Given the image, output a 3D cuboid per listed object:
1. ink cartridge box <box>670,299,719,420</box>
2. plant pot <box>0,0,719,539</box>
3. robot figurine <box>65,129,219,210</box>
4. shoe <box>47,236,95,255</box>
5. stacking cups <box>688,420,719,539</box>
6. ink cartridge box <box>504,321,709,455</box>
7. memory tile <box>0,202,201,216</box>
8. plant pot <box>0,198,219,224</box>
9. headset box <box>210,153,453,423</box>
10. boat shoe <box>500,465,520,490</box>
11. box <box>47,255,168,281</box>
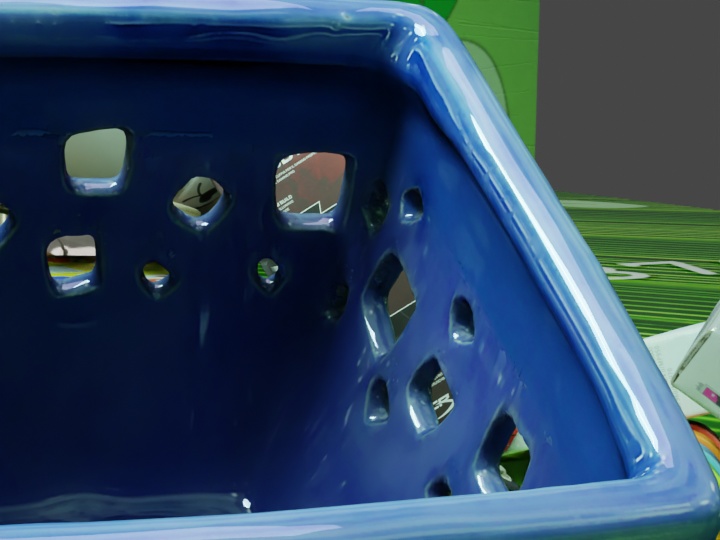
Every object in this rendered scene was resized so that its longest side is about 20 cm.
[{"bbox_3d":[0.260,0.064,0.812,0.200,0.043,0.196,39,31,8],"label":"ink cartridge box"},{"bbox_3d":[-0.056,0.055,0.431,0.199,0.181,0.201,-3,41,-19],"label":"plant pot"},{"bbox_3d":[-0.148,-0.099,0.919,0.199,0.126,0.150,16,-3,-38],"label":"robot figurine"},{"bbox_3d":[-0.142,0.020,1.018,0.199,0.070,0.053,24,50,27],"label":"shoe"},{"bbox_3d":[0.144,0.106,0.792,0.060,0.061,0.200,3,2,12],"label":"stacking cups"},{"bbox_3d":[0.135,0.063,0.939,0.199,0.048,0.160,-13,-3,29],"label":"ink cartridge box"},{"bbox_3d":[-0.176,-0.039,0.858,0.199,0.017,0.153,13,-4,-1],"label":"memory tile"},{"bbox_3d":[-0.179,-0.025,1.365,0.199,0.202,0.175,1,-10,0],"label":"plant pot"},{"bbox_3d":[0.000,0.000,0.922,0.077,0.201,0.149,-30,-7,6],"label":"headset box"},{"bbox_3d":[0.032,0.102,0.747,0.075,0.061,0.200,-3,8,-33],"label":"boat shoe"},{"bbox_3d":[-0.153,0.062,0.795,0.199,0.123,0.192,0,6,-19],"label":"box"}]
